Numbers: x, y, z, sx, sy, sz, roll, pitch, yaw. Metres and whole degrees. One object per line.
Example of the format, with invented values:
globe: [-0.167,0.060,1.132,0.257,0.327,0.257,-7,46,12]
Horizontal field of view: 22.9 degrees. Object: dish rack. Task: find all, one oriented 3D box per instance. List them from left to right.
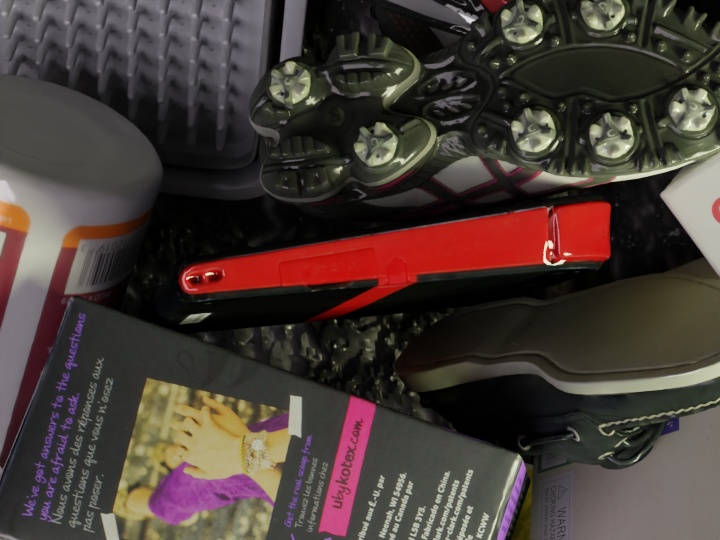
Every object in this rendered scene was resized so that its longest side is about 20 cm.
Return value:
dish rack: [-0.109,-0.116,0.811,0.170,0.044,0.201,6,142,-3]

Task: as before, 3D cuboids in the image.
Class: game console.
game console: [0.000,0.000,0.744,0.200,0.175,0.031,149,116,-78]

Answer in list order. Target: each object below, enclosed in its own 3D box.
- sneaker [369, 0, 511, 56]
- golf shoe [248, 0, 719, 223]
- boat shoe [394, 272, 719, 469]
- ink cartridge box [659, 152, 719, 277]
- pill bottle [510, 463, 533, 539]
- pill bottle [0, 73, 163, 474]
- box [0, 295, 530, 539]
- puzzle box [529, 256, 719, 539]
sneaker: [0.027,-0.127,0.756,0.200,0.071,0.098,40,127,6]
golf shoe: [0.057,-0.060,0.704,0.198,0.088,0.078,-4,72,14]
boat shoe: [0.096,0.051,0.738,0.198,0.075,0.066,-11,117,48]
ink cartridge box: [0.236,0.001,0.683,0.145,0.084,0.201,-35,94,40]
pill bottle: [0.102,0.156,0.835,0.198,0.114,0.115,13,121,27]
pill bottle: [-0.170,0.023,0.811,0.113,0.114,0.202,29,115,16]
box: [-0.038,0.100,0.754,0.198,0.122,0.107,19,81,11]
puzzle box: [0.129,0.091,0.745,0.025,0.202,0.132,31,141,-35]
